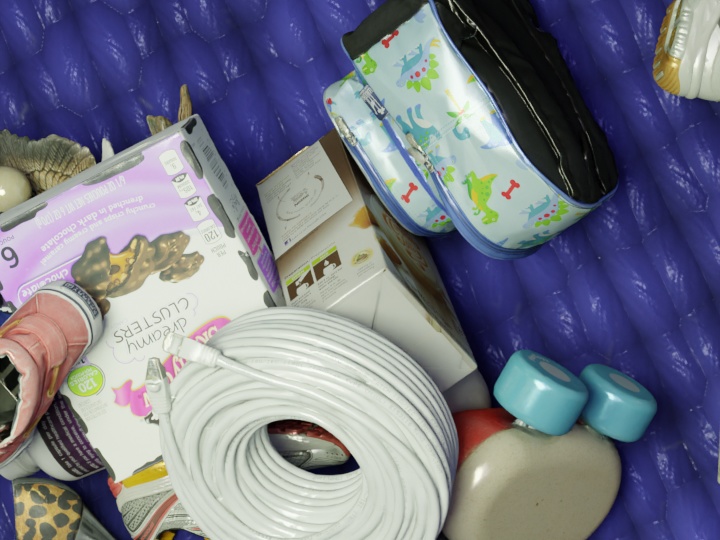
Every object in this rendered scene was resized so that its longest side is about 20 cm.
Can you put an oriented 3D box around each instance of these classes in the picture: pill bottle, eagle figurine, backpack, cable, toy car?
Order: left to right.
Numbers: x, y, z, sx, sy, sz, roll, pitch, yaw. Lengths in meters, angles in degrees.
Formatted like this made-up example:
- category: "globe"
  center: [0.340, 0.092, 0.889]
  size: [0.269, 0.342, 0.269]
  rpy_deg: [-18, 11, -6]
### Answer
- category: "eagle figurine"
  center: [-0.213, -0.039, 1.167]
  size: [0.199, 0.152, 0.152]
  rpy_deg: [-15, 123, 17]
- category: "pill bottle"
  center: [-0.193, 0.092, 1.163]
  size: [0.199, 0.112, 0.113]
  rpy_deg: [-22, 81, 9]
- category: "cable"
  center: [-0.035, 0.119, 0.977]
  size: [0.198, 0.069, 0.201]
  rpy_deg: [9, 124, 13]
- category: "toy car"
  center: [0.077, 0.117, 1.107]
  size: [0.200, 0.176, 0.185]
  rpy_deg: [41, 109, 40]
- category: "backpack"
  center: [0.085, -0.105, 1.094]
  size: [0.147, 0.183, 0.201]
  rpy_deg: [-37, 82, 30]

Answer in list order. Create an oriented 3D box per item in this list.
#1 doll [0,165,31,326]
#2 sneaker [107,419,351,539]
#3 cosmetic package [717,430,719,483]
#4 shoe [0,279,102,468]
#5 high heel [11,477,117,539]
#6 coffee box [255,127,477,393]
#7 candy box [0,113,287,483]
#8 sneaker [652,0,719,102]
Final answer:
- category: "doll"
  center: [-0.279, 0.020, 1.115]
  size: [0.135, 0.048, 0.202]
  rpy_deg: [5, 83, 18]
- category: "sneaker"
  center: [-0.095, 0.166, 1.163]
  size: [0.199, 0.078, 0.083]
  rpy_deg: [-19, 86, 19]
- category: "cosmetic package"
  center: [0.314, 0.058, 1.083]
  size: [0.104, 0.071, 0.202]
  rpy_deg: [2, 86, 12]
- category: "shoe"
  center: [-0.251, 0.091, 0.999]
  size: [0.071, 0.091, 0.200]
  rpy_deg: [43, 125, -1]
- category: "high heel"
  center: [-0.276, 0.256, 1.157]
  size: [0.200, 0.071, 0.143]
  rpy_deg: [-42, 117, -6]
- category: "coffee box"
  center: [0.000, 0.000, 1.075]
  size: [0.080, 0.200, 0.114]
  rpy_deg: [-36, 124, 11]
- category: "candy box"
  center: [-0.142, 0.021, 1.044]
  size: [0.167, 0.072, 0.201]
  rpy_deg: [-26, 103, 10]
- category: "sneaker"
  center: [0.283, -0.222, 1.122]
  size: [0.087, 0.076, 0.202]
  rpy_deg: [14, 91, -3]
